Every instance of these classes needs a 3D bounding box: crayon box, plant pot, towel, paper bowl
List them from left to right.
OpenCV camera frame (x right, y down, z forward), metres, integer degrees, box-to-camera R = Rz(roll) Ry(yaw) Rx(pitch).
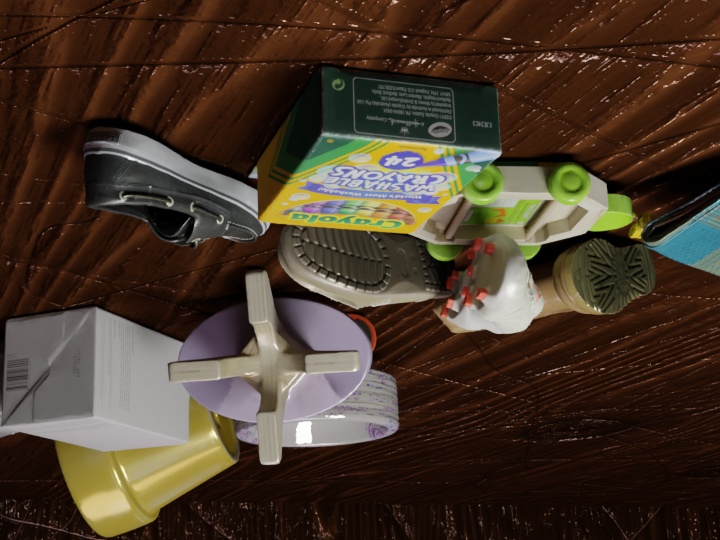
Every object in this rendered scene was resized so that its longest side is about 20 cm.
[{"bbox_3d":[-0.262,0.211,1.614,0.188,0.202,0.201,-19,162,4],"label":"plant pot"},{"bbox_3d":[-0.054,0.149,1.554,0.199,0.105,0.201,-2,163,0],"label":"paper bowl"},{"bbox_3d":[0.003,-0.074,0.909,0.125,0.052,0.200,4,163,-18],"label":"crayon box"},{"bbox_3d":[0.335,-0.041,1.047,0.146,0.022,0.199,-36,148,31],"label":"towel"}]

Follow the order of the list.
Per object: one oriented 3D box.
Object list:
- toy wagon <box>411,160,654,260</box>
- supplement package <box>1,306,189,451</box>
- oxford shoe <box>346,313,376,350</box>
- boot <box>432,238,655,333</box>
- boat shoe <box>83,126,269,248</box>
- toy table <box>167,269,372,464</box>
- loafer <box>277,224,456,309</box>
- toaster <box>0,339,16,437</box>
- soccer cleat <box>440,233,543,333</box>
[{"bbox_3d":[0.137,-0.049,1.033,0.199,0.040,0.155,0,164,-8],"label":"toy wagon"},{"bbox_3d":[-0.288,0.126,1.419,0.119,0.122,0.200,-9,161,21],"label":"supplement package"},{"bbox_3d":[-0.086,0.087,1.406,0.199,0.072,0.073,1,168,-10],"label":"oxford shoe"},{"bbox_3d":[0.155,0.024,1.196,0.199,0.067,0.175,-13,171,35],"label":"boot"},{"bbox_3d":[-0.137,-0.048,0.955,0.068,0.057,0.200,-1,165,31],"label":"boat shoe"},{"bbox_3d":[-0.092,0.093,1.270,0.199,0.185,0.117,-16,178,5],"label":"toy table"},{"bbox_3d":[0.000,0.000,1.113,0.199,0.076,0.068,13,152,-42],"label":"loafer"},{"bbox_3d":[-0.444,0.133,1.448,0.199,0.114,0.129,-18,161,37],"label":"toaster"},{"bbox_3d":[0.119,0.015,1.050,0.077,0.070,0.200,12,170,-3],"label":"soccer cleat"}]
